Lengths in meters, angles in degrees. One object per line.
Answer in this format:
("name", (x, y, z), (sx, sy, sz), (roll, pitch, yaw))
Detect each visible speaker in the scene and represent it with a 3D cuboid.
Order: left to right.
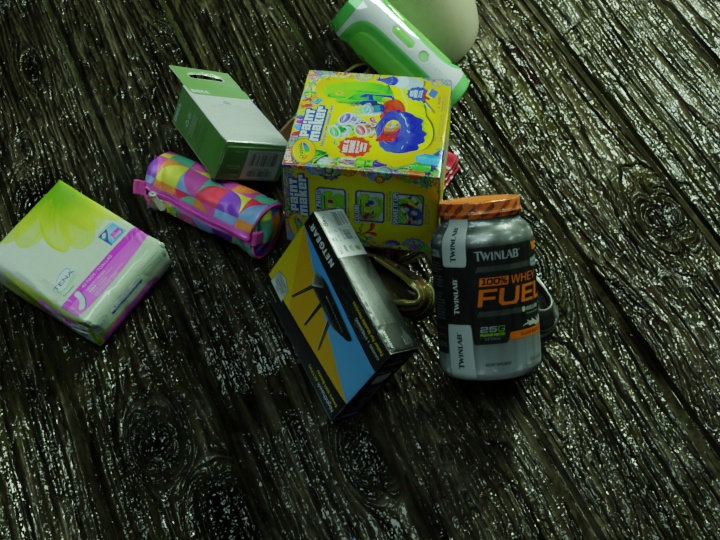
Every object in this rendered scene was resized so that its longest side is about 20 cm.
("speaker", (0.054, -0.298, 1.443), (0.200, 0.088, 0.089), (41, 67, -10))

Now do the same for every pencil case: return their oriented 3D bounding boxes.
("pencil case", (-0.199, -0.087, 1.398), (0.198, 0.089, 0.089), (23, 64, 19))

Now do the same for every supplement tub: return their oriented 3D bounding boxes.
("supplement tub", (0.145, 0.017, 1.221), (0.120, 0.123, 0.204), (-5, 98, 3))

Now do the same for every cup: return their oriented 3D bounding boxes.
("cup", (0.073, -0.404, 1.518), (0.197, 0.144, 0.203), (-3, 59, 4))

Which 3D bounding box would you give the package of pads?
("package of pads", (-0.371, -0.009, 1.380), (0.198, 0.069, 0.155), (29, 65, 22))

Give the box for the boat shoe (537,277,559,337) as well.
("boat shoe", (0.181, -0.005, 1.320), (0.066, 0.057, 0.201), (-31, 61, -12))

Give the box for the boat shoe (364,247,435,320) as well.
("boat shoe", (0.000, 0.000, 1.314), (0.197, 0.068, 0.073), (18, 86, 18))

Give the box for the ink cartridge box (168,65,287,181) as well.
("ink cartridge box", (-0.190, -0.202, 1.441), (0.103, 0.060, 0.200), (-1, 38, -39))

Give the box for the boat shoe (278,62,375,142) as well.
("boat shoe", (-0.058, -0.220, 1.467), (0.072, 0.068, 0.200), (38, 70, 24))

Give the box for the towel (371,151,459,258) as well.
("towel", (0.026, -0.108, 1.419), (0.143, 0.023, 0.201), (29, 67, 22))

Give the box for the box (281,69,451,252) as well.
("box", (0.013, -0.139, 1.322), (0.189, 0.123, 0.202), (4, 44, 6))

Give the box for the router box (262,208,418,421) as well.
("router box", (-0.028, 0.052, 1.245), (0.051, 0.150, 0.202), (-8, 59, -40))

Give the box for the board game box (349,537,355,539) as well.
("board game box", (-0.059, 0.416, 1.108), (0.197, 0.041, 0.201), (-22, 60, -7))
